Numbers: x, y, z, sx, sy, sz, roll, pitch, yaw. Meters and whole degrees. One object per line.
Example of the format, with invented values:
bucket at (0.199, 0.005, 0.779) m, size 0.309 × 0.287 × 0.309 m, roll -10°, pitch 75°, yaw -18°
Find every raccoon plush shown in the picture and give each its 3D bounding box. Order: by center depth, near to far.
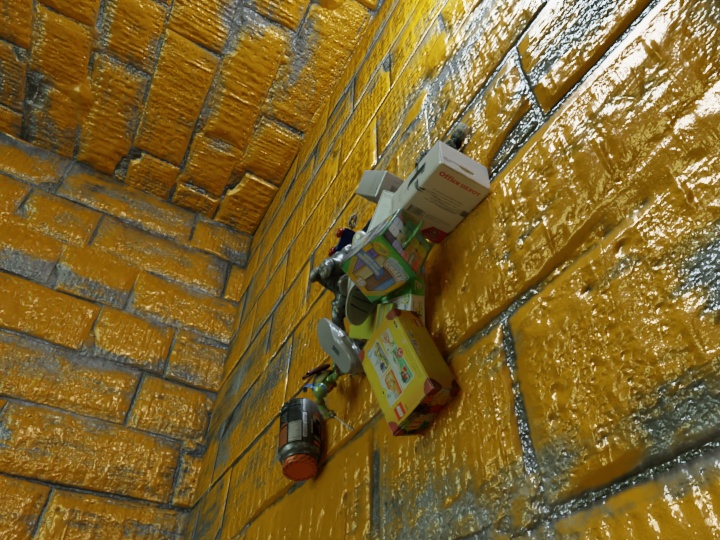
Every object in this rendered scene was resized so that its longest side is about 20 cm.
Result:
raccoon plush at (0.212, -0.265, 1.281) m, size 0.202 × 0.095 × 0.134 m, roll -61°, pitch 29°, yaw 18°

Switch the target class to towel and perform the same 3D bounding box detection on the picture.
towel at (0.027, 0.124, 1.261) m, size 0.199 × 0.018 × 0.088 m, roll -11°, pitch 66°, yaw 62°

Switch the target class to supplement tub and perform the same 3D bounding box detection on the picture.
supplement tub at (-0.169, 0.473, 1.467) m, size 0.123 × 0.121 × 0.202 m, roll -56°, pitch 24°, yaw 30°

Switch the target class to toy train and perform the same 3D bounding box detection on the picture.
toy train at (-0.042, -0.122, 1.803) m, size 0.116 × 0.083 × 0.203 m, roll -122°, pitch 55°, yaw -81°

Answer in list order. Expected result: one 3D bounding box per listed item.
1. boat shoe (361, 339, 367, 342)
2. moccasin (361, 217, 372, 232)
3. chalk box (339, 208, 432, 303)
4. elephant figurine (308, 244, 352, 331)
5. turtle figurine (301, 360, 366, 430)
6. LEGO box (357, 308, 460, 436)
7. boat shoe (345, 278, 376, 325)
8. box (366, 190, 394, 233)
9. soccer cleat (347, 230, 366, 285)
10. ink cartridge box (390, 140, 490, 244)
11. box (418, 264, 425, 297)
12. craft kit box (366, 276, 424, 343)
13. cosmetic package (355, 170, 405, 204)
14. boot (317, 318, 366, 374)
boat shoe at (0.014, 0.140, 1.420) m, size 0.070 × 0.056 × 0.200 m, roll -63°, pitch 20°, yaw 11°
moccasin at (0.011, -0.073, 1.625) m, size 0.201 × 0.080 × 0.068 m, roll -53°, pitch 32°, yaw 4°
chalk box at (0.073, -0.041, 1.172) m, size 0.199 × 0.124 × 0.125 m, roll -33°, pitch 14°, yaw 42°
elephant figurine at (-0.045, 0.060, 1.473) m, size 0.155 × 0.201 × 0.141 m, roll -41°, pitch -6°, yaw 25°
turtle figurine at (-0.055, 0.320, 1.398) m, size 0.194 × 0.195 × 0.147 m, roll -74°, pitch -14°, yaw -82°
LEGO box at (0.090, 0.203, 1.056) m, size 0.150 × 0.076 × 0.202 m, roll -56°, pitch 42°, yaw 30°
boat shoe at (0.004, 0.048, 1.278) m, size 0.069 × 0.073 × 0.203 m, roll 128°, pitch 162°, yaw -59°
box at (0.081, -0.104, 1.419) m, size 0.115 × 0.060 × 0.204 m, roll 21°, pitch 90°, yaw 39°
soccer cleat at (0.000, 0.000, 1.374) m, size 0.068 × 0.077 × 0.205 m, roll 7°, pitch 106°, yaw 43°
ink cartridge box at (0.178, -0.173, 1.188) m, size 0.200 × 0.142 × 0.085 m, roll -47°, pitch 28°, yaw 43°
box at (0.095, 0.064, 1.317) m, size 0.200 × 0.041 × 0.121 m, roll -48°, pitch 30°, yaw 48°
craft kit box at (0.078, 0.134, 1.220) m, size 0.199 × 0.048 × 0.202 m, roll -27°, pitch 60°, yaw 56°
cosmetic package at (0.070, -0.245, 1.588) m, size 0.086 × 0.106 × 0.200 m, roll -66°, pitch 22°, yaw 4°
boot at (-0.037, 0.200, 1.380) m, size 0.200 × 0.094 × 0.075 m, roll 50°, pitch 124°, yaw 44°
